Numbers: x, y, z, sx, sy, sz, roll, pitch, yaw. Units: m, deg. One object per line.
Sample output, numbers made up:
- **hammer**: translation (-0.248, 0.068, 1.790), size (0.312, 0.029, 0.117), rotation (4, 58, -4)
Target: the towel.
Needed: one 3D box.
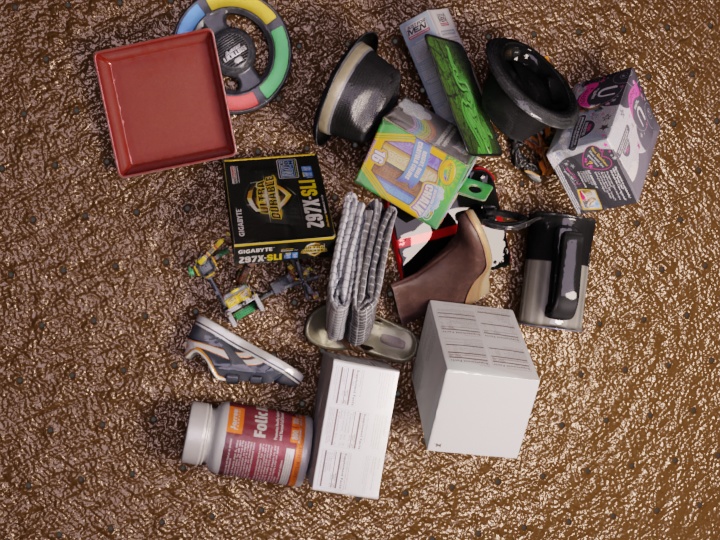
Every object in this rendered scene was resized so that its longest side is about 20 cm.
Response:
- **towel**: translation (0.000, 0.000, 1.606), size (0.084, 0.166, 0.203), rotation (10, 69, 2)

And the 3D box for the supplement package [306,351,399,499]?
- **supplement package**: translation (-0.017, 0.244, 1.633), size (0.109, 0.156, 0.204), rotation (11, 89, -8)

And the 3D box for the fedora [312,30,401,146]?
- **fedora**: translation (0.005, -0.273, 1.610), size (0.091, 0.201, 0.203), rotation (27, 86, 9)

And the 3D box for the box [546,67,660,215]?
- **box**: translation (0.398, -0.212, 1.650), size (0.133, 0.113, 0.201), rotation (55, 42, -28)

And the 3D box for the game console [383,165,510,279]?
- **game console**: translation (0.148, -0.073, 1.723), size (0.197, 0.031, 0.180), rotation (-14, 98, -8)

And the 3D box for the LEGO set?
- **LEGO set**: translation (-0.170, 0.001, 1.625), size (0.197, 0.116, 0.156), rotation (-21, 94, -8)

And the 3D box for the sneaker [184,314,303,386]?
- **sneaker**: translation (-0.192, 0.152, 1.646), size (0.198, 0.078, 0.080), rotation (28, 82, 3)

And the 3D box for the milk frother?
- **milk frother**: translation (0.280, -0.004, 1.686), size (0.196, 0.180, 0.192), rotation (7, 88, 17)

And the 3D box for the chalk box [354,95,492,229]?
- **chalk box**: translation (0.113, -0.161, 1.614), size (0.198, 0.125, 0.125), rotation (31, 121, 4)

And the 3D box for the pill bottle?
- **pill bottle**: translation (-0.182, 0.274, 1.629), size (0.196, 0.114, 0.116), rotation (11, 89, -9)

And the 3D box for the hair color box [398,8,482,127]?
- **hair color box**: translation (0.143, -0.325, 1.674), size (0.060, 0.099, 0.203), rotation (-21, 95, 28)

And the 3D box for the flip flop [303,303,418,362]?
- **flip flop**: translation (0.004, 0.107, 1.684), size (0.197, 0.058, 0.082), rotation (17, 88, -9)

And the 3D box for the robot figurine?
- **robot figurine**: translation (0.310, -0.251, 1.727), size (0.143, 0.058, 0.203), rotation (-25, 94, -7)

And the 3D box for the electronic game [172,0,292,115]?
- **electronic game**: translation (-0.209, -0.355, 1.653), size (0.196, 0.042, 0.204), rotation (0, 91, -9)

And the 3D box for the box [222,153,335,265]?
- **box**: translation (-0.131, -0.100, 1.603), size (0.157, 0.202, 0.050), rotation (-3, 136, -10)

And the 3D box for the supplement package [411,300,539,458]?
- **supplement package**: translation (0.177, 0.171, 1.618), size (0.148, 0.201, 0.154), rotation (7, 118, -9)

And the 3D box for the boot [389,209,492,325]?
- **boot**: translation (0.128, 0.002, 1.648), size (0.164, 0.073, 0.202), rotation (-19, 136, -7)

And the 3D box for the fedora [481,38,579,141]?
- **fedora**: translation (0.254, -0.274, 1.615), size (0.199, 0.202, 0.092), rotation (33, 127, -8)

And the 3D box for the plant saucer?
- **plant saucer**: translation (-0.308, -0.265, 1.621), size (0.196, 0.037, 0.204), rotation (-11, 96, 3)

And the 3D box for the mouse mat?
- **mouse mat**: translation (0.165, -0.275, 1.608), size (0.007, 0.160, 0.203), rotation (-21, 86, 28)
